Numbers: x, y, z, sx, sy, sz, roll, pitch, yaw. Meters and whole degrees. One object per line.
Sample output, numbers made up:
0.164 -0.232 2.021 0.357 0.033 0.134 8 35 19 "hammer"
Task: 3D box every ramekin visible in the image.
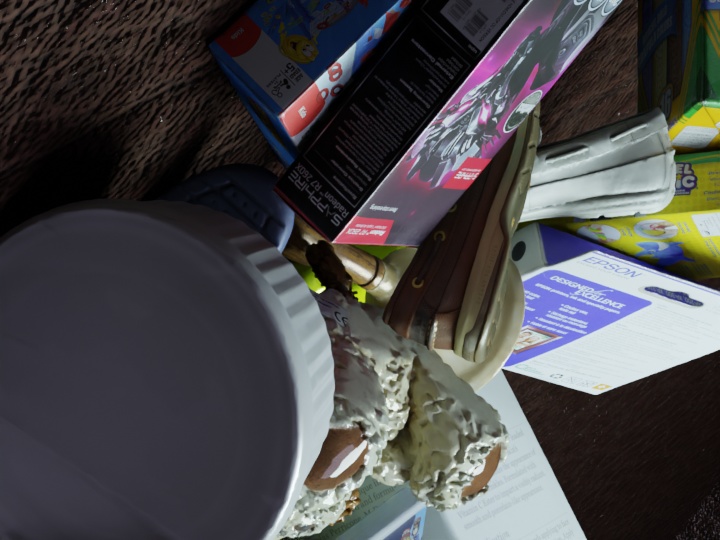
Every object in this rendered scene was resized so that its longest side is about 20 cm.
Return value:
-0.105 0.057 1.030 0.203 0.202 0.094 -52 172 22 "ramekin"

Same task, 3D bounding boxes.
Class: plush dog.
-0.040 0.095 1.191 0.172 0.161 0.199 -45 151 24 "plush dog"

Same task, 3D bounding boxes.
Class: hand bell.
0.000 0.000 1.259 0.199 0.104 0.104 27 110 -41 "hand bell"

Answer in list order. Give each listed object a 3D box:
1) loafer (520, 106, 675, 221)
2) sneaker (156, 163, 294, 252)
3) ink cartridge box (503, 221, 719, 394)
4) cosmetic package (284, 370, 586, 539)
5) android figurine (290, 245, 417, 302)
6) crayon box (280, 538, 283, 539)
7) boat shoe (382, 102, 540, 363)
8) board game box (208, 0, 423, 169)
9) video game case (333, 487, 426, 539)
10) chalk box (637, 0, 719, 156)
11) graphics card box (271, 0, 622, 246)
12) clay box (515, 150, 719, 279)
0.098 -0.064 1.281 0.198 0.071 0.070 -6 -175 -11 "loafer"
-0.101 0.015 1.141 0.200 0.074 0.082 -48 169 25 "sneaker"
0.159 0.023 1.391 0.197 0.044 0.199 17 153 -35 "ink cartridge box"
0.031 0.168 1.495 0.164 0.201 0.164 -31 171 31 "cosmetic package"
-0.019 0.018 1.381 0.200 0.041 0.182 -44 163 -12 "android figurine"
-0.091 0.121 1.286 0.126 0.052 0.200 40 91 -31 "crayon box"
0.062 -0.045 1.193 0.072 0.067 0.202 90 14 -62 "boat shoe"
0.026 -0.135 1.113 0.196 0.056 0.200 -44 163 -3 "board game box"
-0.024 0.257 1.323 0.200 0.023 0.184 -28 131 -54 "video game case"
0.255 -0.174 1.335 0.123 0.202 0.124 5 165 -11 "chalk box"
0.053 -0.100 1.075 0.200 0.051 0.125 -51 161 14 "graphics card box"
0.186 -0.032 1.374 0.115 0.198 0.048 44 47 -58 "clay box"
